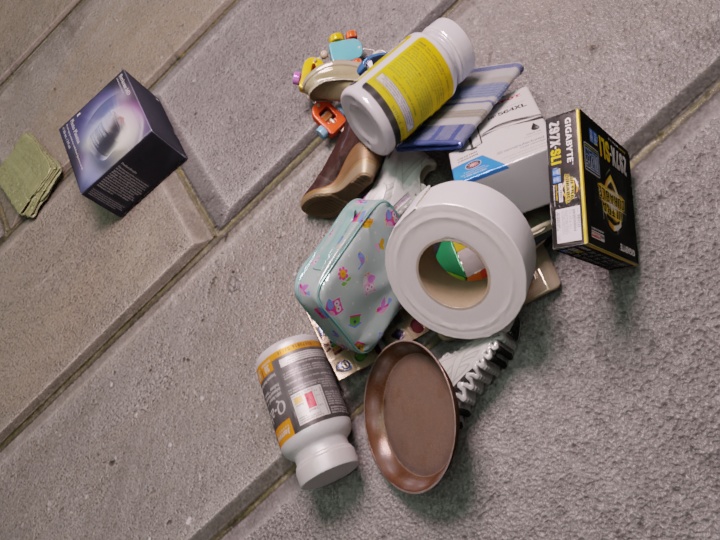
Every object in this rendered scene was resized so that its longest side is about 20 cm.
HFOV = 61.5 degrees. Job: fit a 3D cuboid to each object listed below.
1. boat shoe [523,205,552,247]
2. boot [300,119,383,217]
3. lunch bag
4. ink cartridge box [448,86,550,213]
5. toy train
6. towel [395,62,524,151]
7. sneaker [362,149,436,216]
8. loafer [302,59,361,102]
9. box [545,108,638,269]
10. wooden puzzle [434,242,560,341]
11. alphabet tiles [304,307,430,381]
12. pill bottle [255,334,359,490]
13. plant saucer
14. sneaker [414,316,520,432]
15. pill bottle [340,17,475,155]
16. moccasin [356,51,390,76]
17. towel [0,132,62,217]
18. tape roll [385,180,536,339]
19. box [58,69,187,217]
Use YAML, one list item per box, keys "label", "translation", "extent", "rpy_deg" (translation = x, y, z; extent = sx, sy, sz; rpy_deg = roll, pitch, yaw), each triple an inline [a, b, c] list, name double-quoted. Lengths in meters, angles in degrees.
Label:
- label: "boat shoe"
  translation: [0.276, -0.099, 0.868]
  extent: [0.199, 0.063, 0.071]
  rpy_deg: [-41, 63, -11]
- label: "boot"
  translation: [-0.026, -0.193, 1.041]
  extent: [0.197, 0.071, 0.172]
  rpy_deg: [-25, 48, 45]
- label: "lunch bag"
  translation: [0.000, 0.000, 0.892]
  extent: [0.076, 0.161, 0.203]
  rpy_deg: [5, 54, 50]
- label: "ink cartridge box"
  translation: [0.203, -0.166, 0.879]
  extent: [0.142, 0.086, 0.203]
  rpy_deg: [-20, 35, 16]
- label: "toy train"
  translation: [-0.041, -0.341, 1.123]
  extent: [0.149, 0.056, 0.202]
  rpy_deg: [38, 79, 3]
- label: "towel"
  translation: [0.151, -0.250, 0.933]
  extent: [0.144, 0.024, 0.201]
  rpy_deg: [8, 52, 48]
- label: "sneaker"
  translation: [0.057, -0.109, 0.979]
  extent: [0.097, 0.075, 0.205]
  rpy_deg: [23, 83, 15]
- label: "loafer"
  translation: [-0.004, -0.318, 1.054]
  extent: [0.192, 0.076, 0.071]
  rpy_deg: [-7, 74, -5]
- label: "box"
  translation: [0.302, -0.096, 0.782]
  extent: [0.048, 0.197, 0.166]
  rpy_deg: [-10, 76, 39]
- label: "wooden puzzle"
  translation: [0.177, -0.017, 0.918]
  extent: [0.195, 0.037, 0.190]
  rpy_deg: [-26, 64, 14]
- label: "alphabet tiles"
  translation: [-0.005, 0.050, 0.961]
  extent: [0.163, 0.008, 0.203]
  rpy_deg: [-26, 62, -9]
- label: "pill bottle"
  translation: [-0.079, 0.211, 0.912]
  extent: [0.114, 0.116, 0.204]
  rpy_deg: [-30, 63, 11]
- label: "plant saucer"
  translation: [0.073, 0.202, 0.849]
  extent: [0.197, 0.034, 0.209]
  rpy_deg: [-8, 81, 53]
- label: "sneaker"
  translation: [0.151, 0.136, 0.862]
  extent: [0.081, 0.075, 0.202]
  rpy_deg: [38, 90, 38]
- label: "pill bottle"
  translation: [0.074, -0.280, 0.913]
  extent: [0.199, 0.115, 0.114]
  rpy_deg: [-42, 60, -12]
- label: "moccasin"
  translation: [0.085, -0.325, 1.016]
  extent: [0.194, 0.080, 0.070]
  rpy_deg: [-17, 85, -19]
- label: "towel"
  translation: [-0.781, -0.226, 1.426]
  extent: [0.199, 0.036, 0.150]
  rpy_deg: [38, 91, 29]
- label: "tape roll"
  translation: [0.132, -0.012, 0.813]
  extent: [0.196, 0.208, 0.071]
  rpy_deg: [8, 34, 26]
- label: "box"
  translation: [-0.497, -0.266, 1.262]
  extent: [0.196, 0.123, 0.203]
  rpy_deg: [-37, 62, 6]
